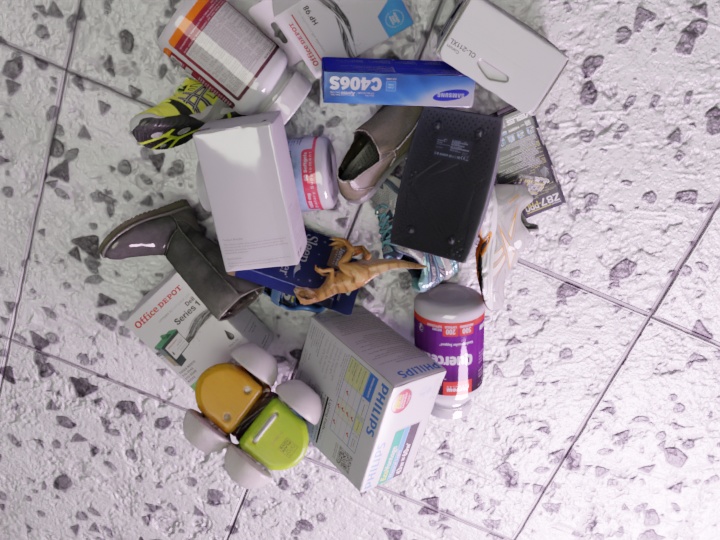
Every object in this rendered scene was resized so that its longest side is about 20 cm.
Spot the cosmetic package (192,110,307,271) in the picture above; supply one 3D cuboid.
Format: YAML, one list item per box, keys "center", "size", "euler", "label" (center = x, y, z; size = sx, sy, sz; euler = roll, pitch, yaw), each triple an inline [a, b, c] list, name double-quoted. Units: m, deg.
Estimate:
- center: [-0.148, -0.108, 1.017]
  size: [0.111, 0.081, 0.202]
  euler: [-4, 112, 8]
  label: "cosmetic package"

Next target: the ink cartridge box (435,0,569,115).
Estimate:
- center: [0.179, -0.289, 0.959]
  size: [0.145, 0.200, 0.083]
  euler: [31, 112, -7]
  label: "ink cartridge box"

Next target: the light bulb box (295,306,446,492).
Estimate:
- center: [0.003, 0.195, 1.162]
  size: [0.199, 0.124, 0.200]
  euler: [36, 121, 38]
  label: "light bulb box"

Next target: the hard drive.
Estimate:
- center: [0.123, -0.120, 1.032]
  size: [0.134, 0.042, 0.203]
  euler: [16, 94, 29]
  label: "hard drive"

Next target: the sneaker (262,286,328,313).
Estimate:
- center: [-0.125, 0.015, 1.181]
  size: [0.198, 0.082, 0.075]
  euler: [15, 115, 2]
  label: "sneaker"

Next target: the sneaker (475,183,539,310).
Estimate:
- center: [0.216, -0.032, 1.083]
  size: [0.091, 0.076, 0.202]
  euler: [-4, 117, 2]
  label: "sneaker"

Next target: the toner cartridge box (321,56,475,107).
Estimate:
- center: [0.047, -0.253, 0.992]
  size: [0.197, 0.095, 0.044]
  euler: [1, 118, -4]
  label: "toner cartridge box"

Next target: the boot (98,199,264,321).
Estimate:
- center: [-0.270, -0.001, 1.124]
  size: [0.201, 0.181, 0.073]
  euler: [54, 147, 8]
  label: "boot"

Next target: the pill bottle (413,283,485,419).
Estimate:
- center: [0.141, 0.131, 1.179]
  size: [0.111, 0.113, 0.202]
  euler: [0, 112, 7]
  label: "pill bottle"

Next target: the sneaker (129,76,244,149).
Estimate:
- center: [-0.251, -0.227, 1.049]
  size: [0.075, 0.199, 0.077]
  euler: [-27, 91, 38]
  label: "sneaker"

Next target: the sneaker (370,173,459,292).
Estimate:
- center: [0.061, -0.057, 1.103]
  size: [0.086, 0.078, 0.201]
  euler: [-38, 90, -21]
  label: "sneaker"

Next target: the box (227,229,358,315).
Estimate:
- center: [-0.092, -0.012, 1.145]
  size: [0.198, 0.122, 0.033]
  euler: [20, 137, -3]
  label: "box"

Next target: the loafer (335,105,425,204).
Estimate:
- center: [0.033, -0.187, 1.060]
  size: [0.075, 0.070, 0.201]
  euler: [34, 93, 22]
  label: "loafer"

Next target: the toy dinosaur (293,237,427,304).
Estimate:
- center: [0.000, 0.000, 1.086]
  size: [0.198, 0.107, 0.061]
  euler: [-21, 144, 9]
  label: "toy dinosaur"

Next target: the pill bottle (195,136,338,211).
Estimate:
- center: [-0.138, -0.138, 1.106]
  size: [0.197, 0.109, 0.110]
  euler: [-5, 111, 8]
  label: "pill bottle"

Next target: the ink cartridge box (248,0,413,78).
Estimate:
- center: [-0.042, -0.347, 1.010]
  size: [0.198, 0.067, 0.116]
  euler: [-25, 137, 15]
  label: "ink cartridge box"

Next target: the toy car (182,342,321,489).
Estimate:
- center: [-0.164, 0.226, 1.154]
  size: [0.199, 0.150, 0.176]
  euler: [38, 82, 6]
  label: "toy car"

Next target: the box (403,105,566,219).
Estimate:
- center: [0.185, -0.140, 1.101]
  size: [0.198, 0.049, 0.163]
  euler: [-22, 107, 15]
  label: "box"

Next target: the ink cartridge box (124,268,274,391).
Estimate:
- center: [-0.267, 0.097, 1.228]
  size: [0.146, 0.085, 0.200]
  euler: [-40, 103, 19]
  label: "ink cartridge box"

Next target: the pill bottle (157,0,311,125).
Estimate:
- center: [-0.171, -0.289, 1.028]
  size: [0.199, 0.110, 0.110]
  euler: [38, 111, -17]
  label: "pill bottle"
